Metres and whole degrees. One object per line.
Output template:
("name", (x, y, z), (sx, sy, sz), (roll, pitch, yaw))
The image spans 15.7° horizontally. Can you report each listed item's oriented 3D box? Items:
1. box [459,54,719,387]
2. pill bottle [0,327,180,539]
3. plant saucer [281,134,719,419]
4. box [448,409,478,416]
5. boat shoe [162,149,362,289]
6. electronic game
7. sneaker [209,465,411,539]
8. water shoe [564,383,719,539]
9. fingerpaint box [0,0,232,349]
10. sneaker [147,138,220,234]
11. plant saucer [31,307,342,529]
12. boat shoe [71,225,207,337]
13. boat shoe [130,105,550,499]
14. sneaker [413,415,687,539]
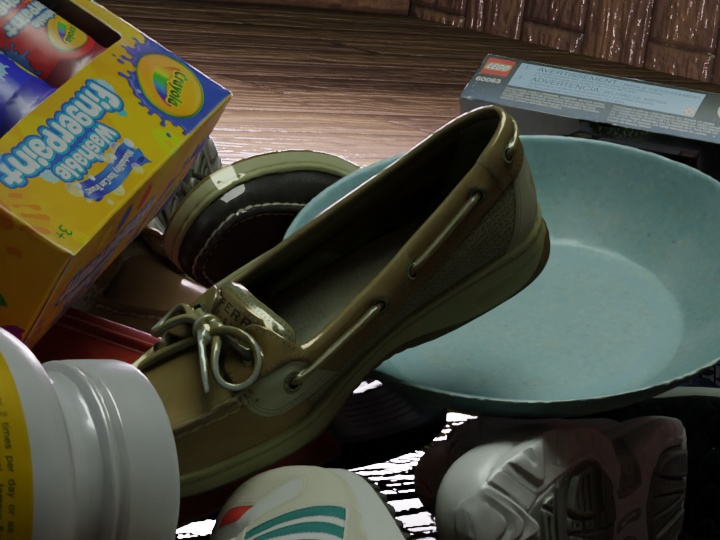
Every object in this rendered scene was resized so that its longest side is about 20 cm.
("box", (0.119, 0.003, 1.205), (0.136, 0.201, 0.038), (11, 41, 20))
("pill bottle", (-0.163, 0.071, 0.826), (0.199, 0.113, 0.112), (1, 12, -34))
("plant saucer", (0.067, 0.010, 1.039), (0.199, 0.039, 0.201), (-1, 31, 1))
("box", (0.087, 0.038, 1.323), (0.199, 0.076, 0.050), (8, 12, -5))
("boat shoe", (0.000, 0.000, 1.120), (0.199, 0.073, 0.065), (9, 34, -49))
("electronic game", (-0.061, 0.062, 1.159), (0.198, 0.042, 0.200), (-1, 9, 0))
("sneaker", (-0.035, 0.106, 0.844), (0.093, 0.071, 0.200), (10, 11, -21))
("water shoe", (0.150, 0.080, 1.143), (0.199, 0.072, 0.079), (17, 9, 36))
("fingerpaint box", (-0.163, -0.063, 1.075), (0.166, 0.074, 0.200), (34, 27, 1))
("sneaker", (-0.107, -0.016, 1.286), (0.099, 0.078, 0.200), (-4, -42, 32))
("plant saucer", (-0.143, 0.059, 1.017), (0.199, 0.037, 0.199), (16, 26, 40))
("boat shoe", (-0.122, 0.004, 1.175), (0.199, 0.067, 0.074), (8, 13, 39))
("boat shoe", (-0.019, 0.011, 0.950), (0.200, 0.063, 0.073), (-29, 40, -16))
("sneaker", (0.059, 0.093, 1.029), (0.099, 0.079, 0.200), (4, -1, 23))
